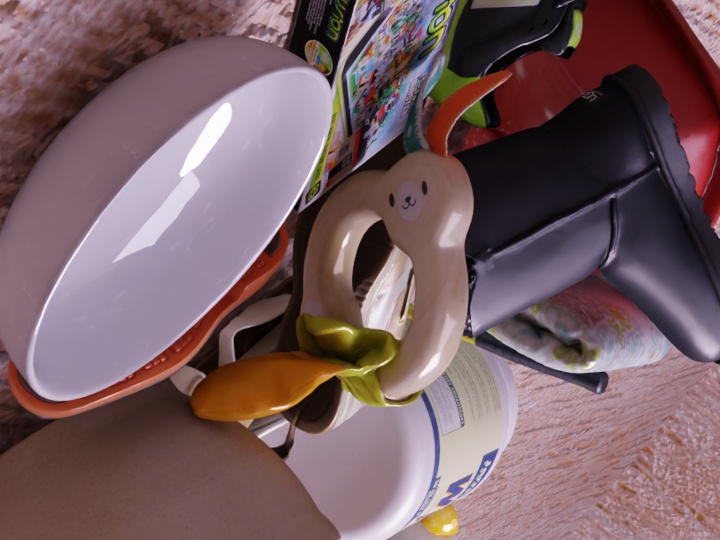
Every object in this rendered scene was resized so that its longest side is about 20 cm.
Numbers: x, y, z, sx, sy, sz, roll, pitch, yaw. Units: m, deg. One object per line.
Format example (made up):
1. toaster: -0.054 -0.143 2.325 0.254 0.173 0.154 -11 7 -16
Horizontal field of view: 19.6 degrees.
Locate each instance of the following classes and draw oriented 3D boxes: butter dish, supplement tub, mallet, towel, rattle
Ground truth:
1. butter dish: 0.135 -0.085 1.349 0.147 0.200 0.201 -14 148 -23
2. supplement tub: 0.020 0.108 1.492 0.145 0.145 0.200 -55 163 22
3. mallet: 0.077 0.042 1.414 0.066 0.198 0.042 -6 115 -74
4. towel: 0.099 0.010 1.389 0.171 0.199 0.048 -7 124 -64
5. rattle: -0.009 -0.023 1.122 0.142 0.131 0.201 6 124 -24

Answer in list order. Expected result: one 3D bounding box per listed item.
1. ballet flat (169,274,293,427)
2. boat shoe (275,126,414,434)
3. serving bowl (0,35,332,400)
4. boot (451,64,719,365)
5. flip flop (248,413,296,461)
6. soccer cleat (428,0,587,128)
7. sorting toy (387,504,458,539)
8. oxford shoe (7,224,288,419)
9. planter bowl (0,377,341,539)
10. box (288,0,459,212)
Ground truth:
1. ballet flat: -0.090 0.069 1.295 0.200 0.068 0.063 -42 135 -32
2. boat shoe: 0.000 0.000 1.271 0.066 0.074 0.202 -11 125 -56
3. serving bowl: -0.103 -0.035 0.982 0.200 0.066 0.200 -44 163 -17
4. boot: 0.125 -0.002 1.231 0.167 0.201 0.076 -28 -158 -9
5. flip flop: -0.088 0.123 1.336 0.199 0.081 0.058 -35 116 -31
6. soccer cleat: 0.108 -0.172 1.196 0.201 0.081 0.067 -53 163 14
7. sorting toy: -0.036 0.213 1.573 0.179 0.199 0.108 -17 128 -41
8. oxford shoe: -0.114 0.034 1.107 0.200 0.071 0.073 -34 162 -44
9. planter bowl: -0.128 0.140 1.144 0.199 0.135 0.200 -30 174 -3
10. box: 0.007 -0.127 1.117 0.110 0.035 0.201 -39 161 -32
